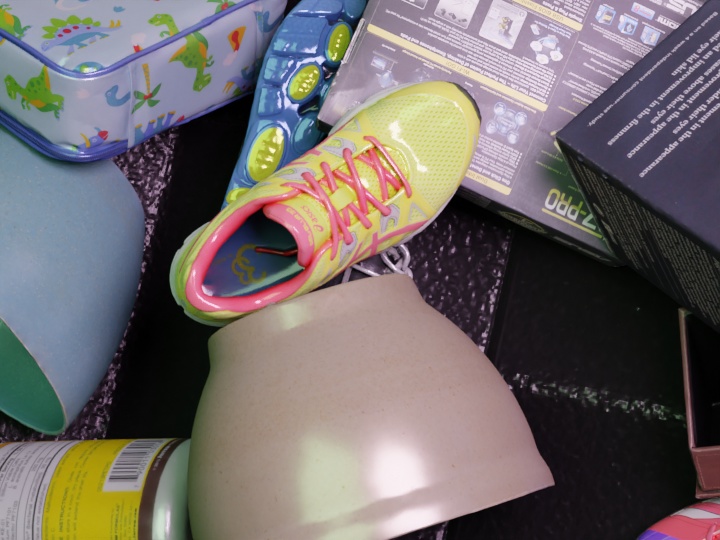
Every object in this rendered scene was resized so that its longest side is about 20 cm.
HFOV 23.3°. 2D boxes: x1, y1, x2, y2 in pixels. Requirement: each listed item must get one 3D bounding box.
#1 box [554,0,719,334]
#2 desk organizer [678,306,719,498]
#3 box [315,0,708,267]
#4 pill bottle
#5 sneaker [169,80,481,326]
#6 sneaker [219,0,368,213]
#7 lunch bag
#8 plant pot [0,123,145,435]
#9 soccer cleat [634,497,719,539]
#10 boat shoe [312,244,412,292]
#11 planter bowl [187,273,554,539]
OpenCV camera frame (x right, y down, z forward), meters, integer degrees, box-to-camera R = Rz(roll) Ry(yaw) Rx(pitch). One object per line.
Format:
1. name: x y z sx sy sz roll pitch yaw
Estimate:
1. box: 0.221 -0.042 0.880 0.148 0.105 0.200 -40 42 -6
2. desk organizer: 0.265 0.058 0.900 0.198 0.077 0.072 -8 39 21
3. box: 0.095 -0.116 1.002 0.198 0.049 0.163 24 85 -1
4. pill bottle: -0.174 0.159 1.058 0.198 0.109 0.111 -4 76 23
5. sneaker: -0.017 -0.030 0.936 0.199 0.090 0.078 -37 92 3
6. sneaker: -0.039 -0.087 1.073 0.070 0.083 0.201 22 92 -5
7. lunch bag: -0.154 -0.154 1.088 0.160 0.199 0.083 32 134 27
8. plant pot: -0.213 -0.016 1.089 0.199 0.201 0.135 30 64 26
9. soccer cleat: 0.229 0.144 0.909 0.198 0.073 0.069 -9 74 21
10. boat shoe: -0.001 0.000 1.044 0.068 0.074 0.201 28 88 21
11. planter bowl: -0.008 0.082 0.944 0.198 0.200 0.136 -20 81 17
